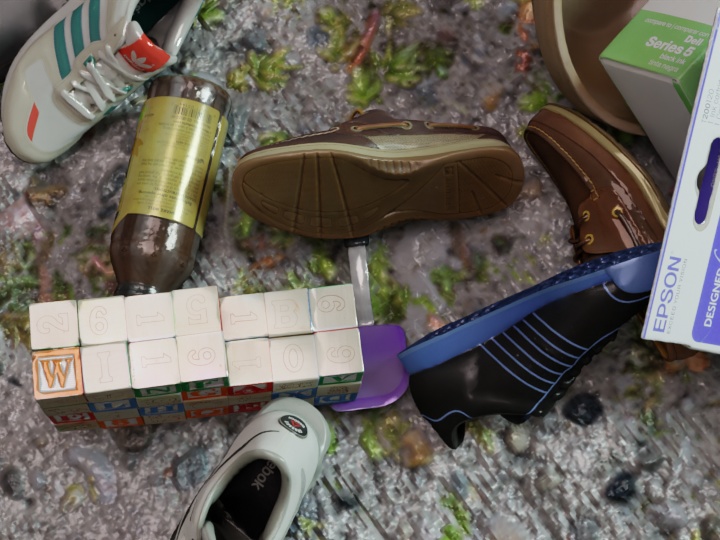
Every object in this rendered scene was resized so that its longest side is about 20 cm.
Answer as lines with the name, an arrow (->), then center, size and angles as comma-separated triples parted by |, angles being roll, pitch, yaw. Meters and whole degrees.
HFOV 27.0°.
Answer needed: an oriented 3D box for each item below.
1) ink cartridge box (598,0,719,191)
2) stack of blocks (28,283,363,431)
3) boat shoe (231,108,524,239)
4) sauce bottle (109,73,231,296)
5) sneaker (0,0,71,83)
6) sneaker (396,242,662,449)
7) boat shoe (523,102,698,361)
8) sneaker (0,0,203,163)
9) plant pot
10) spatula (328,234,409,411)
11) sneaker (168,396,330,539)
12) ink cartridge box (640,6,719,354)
ink cartridge box -> 0.275, -0.153, 0.983 | 0.200, 0.146, 0.084 | -47, 34, -8
stack of blocks -> -0.100, 0.054, 0.944 | 0.198, 0.115, 0.059 | -6, 74, -6
boat shoe -> 0.010, -0.073, 1.033 | 0.198, 0.073, 0.072 | -6, 36, -4
sauce bottle -> -0.140, -0.036, 1.046 | 0.064, 0.065, 0.201 | 9, 73, 10
sneaker -> -0.279, -0.238, 1.120 | 0.106, 0.075, 0.201 | -27, 72, -6
sneaker -> 0.123, 0.049, 0.967 | 0.199, 0.070, 0.078 | -25, 92, 24
boat shoe -> 0.171, -0.027, 1.001 | 0.067, 0.072, 0.200 | -36, 74, -7
sneaker -> -0.179, -0.152, 1.054 | 0.200, 0.070, 0.093 | -49, 35, 3
plant pot -> 0.185, -0.200, 1.020 | 0.201, 0.201, 0.093 | -47, 34, -9
spatula -> 0.000, 0.000, 1.040 | 0.056, 0.021, 0.201 | -7, 71, 7
sneaker -> -0.089, 0.176, 0.932 | 0.074, 0.089, 0.201 | 25, 105, 5
ink cartridge box -> 0.254, -0.045, 0.922 | 0.199, 0.043, 0.200 | 10, 95, -34
